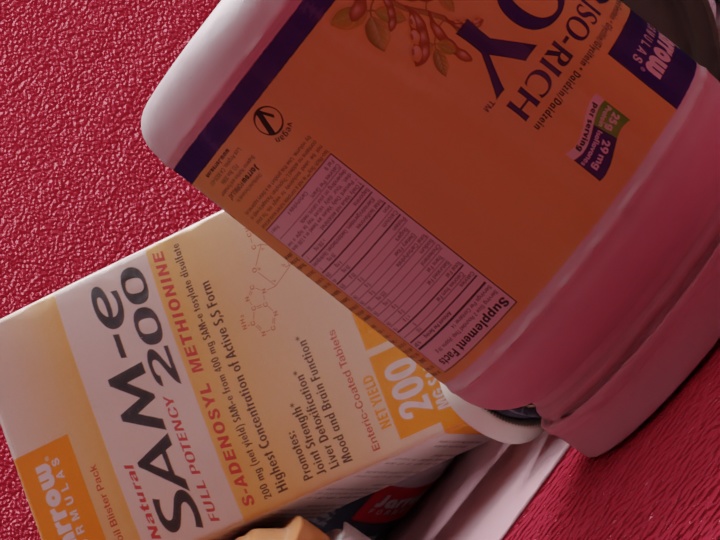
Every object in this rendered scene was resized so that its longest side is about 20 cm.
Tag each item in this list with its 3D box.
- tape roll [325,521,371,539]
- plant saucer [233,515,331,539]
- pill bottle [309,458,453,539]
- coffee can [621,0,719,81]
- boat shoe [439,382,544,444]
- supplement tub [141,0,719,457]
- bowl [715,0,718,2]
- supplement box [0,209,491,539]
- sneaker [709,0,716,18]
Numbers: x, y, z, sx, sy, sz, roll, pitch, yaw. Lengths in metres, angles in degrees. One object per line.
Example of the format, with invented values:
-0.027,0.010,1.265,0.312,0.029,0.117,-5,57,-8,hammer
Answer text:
-0.055,0.194,1.134,0.203,0.037,0.203,-51,3,4,tape roll
-0.084,0.178,1.114,0.200,0.032,0.200,-51,3,4,plant saucer
-0.024,0.073,1.268,0.200,0.119,0.120,-50,4,27,pill bottle
0.074,-0.083,1.341,0.147,0.146,0.200,-53,4,-13,coffee can
0.086,-0.017,1.128,0.062,0.075,0.200,-50,5,44,boat shoe
0.040,-0.043,0.976,0.146,0.200,0.145,-52,4,5,supplement tub
0.147,-0.211,1.553,0.201,0.201,0.105,-51,23,9,bowl
-0.049,0.045,1.169,0.199,0.126,0.073,-26,-12,19,supplement box
0.145,-0.164,1.454,0.200,0.099,0.075,106,163,-56,sneaker
